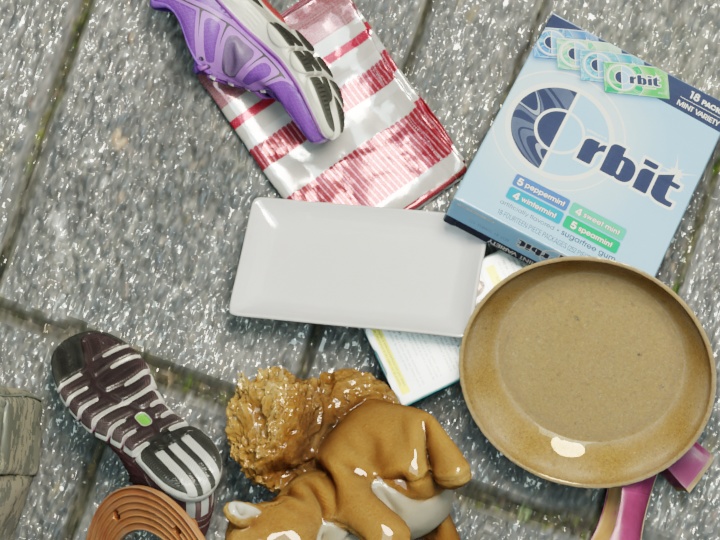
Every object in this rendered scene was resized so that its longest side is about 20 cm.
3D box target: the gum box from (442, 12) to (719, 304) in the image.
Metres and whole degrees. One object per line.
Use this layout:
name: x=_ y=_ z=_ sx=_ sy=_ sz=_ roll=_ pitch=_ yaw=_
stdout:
gum box: x=0.185 y=-0.087 z=1.592 sx=0.170 sy=0.045 sz=0.200 roll=28 pitch=62 yaw=3

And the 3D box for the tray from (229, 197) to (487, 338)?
tray: x=0.000 y=0.000 z=1.595 sx=0.199 sy=0.022 sz=0.108 roll=5 pitch=65 yaw=14

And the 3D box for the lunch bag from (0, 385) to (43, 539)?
lunch bag: x=-0.330 y=0.170 z=1.527 sx=0.139 sy=0.200 sz=0.168 roll=3 pitch=84 yaw=1

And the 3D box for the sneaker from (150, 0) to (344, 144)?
sneaker: x=-0.091 y=-0.173 z=1.610 sx=0.083 sy=0.081 sz=0.200 roll=-45 pitch=79 yaw=14

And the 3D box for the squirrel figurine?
squirrel figurine: x=-0.034 y=0.170 z=1.543 sx=0.186 sy=0.142 sz=0.200 roll=-24 pitch=60 yaw=-18

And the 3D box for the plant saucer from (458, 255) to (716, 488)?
plant saucer: x=0.177 y=0.074 z=1.541 sx=0.200 sy=0.035 sz=0.201 roll=5 pitch=116 yaw=12

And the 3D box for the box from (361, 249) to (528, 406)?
box: x=0.105 y=0.034 z=1.613 sx=0.200 sy=0.049 sz=0.082 roll=-25 pitch=84 yaw=-2

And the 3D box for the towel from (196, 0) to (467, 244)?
towel: x=-0.022 y=-0.123 z=1.642 sx=0.144 sy=0.023 sz=0.200 roll=-35 pitch=86 yaw=-2

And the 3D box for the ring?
ring: x=-0.153 y=0.264 z=1.541 sx=0.019 sy=0.200 sz=0.201 roll=-12 pitch=83 yaw=-39

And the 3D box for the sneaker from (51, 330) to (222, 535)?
sneaker: x=-0.184 y=0.145 z=1.595 sx=0.076 sy=0.116 sz=0.200 roll=-25 pitch=50 yaw=-25

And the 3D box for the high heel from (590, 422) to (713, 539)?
high heel: x=0.193 y=0.189 z=1.585 sx=0.096 sy=0.067 sz=0.200 roll=42 pitch=81 yaw=-6
